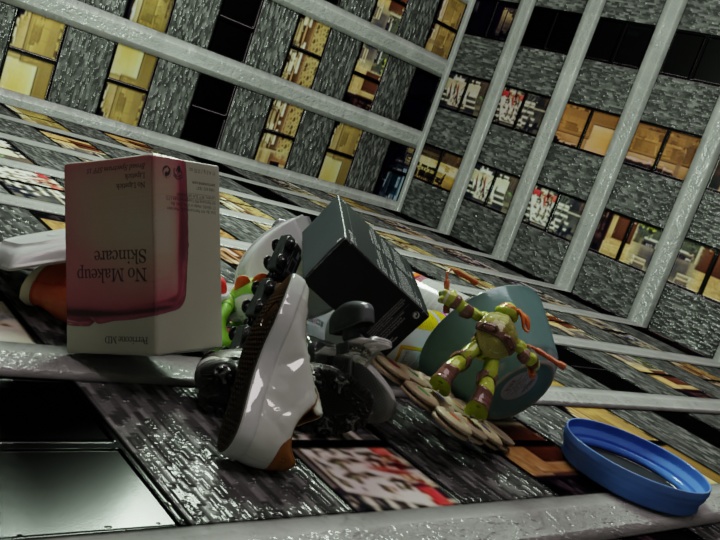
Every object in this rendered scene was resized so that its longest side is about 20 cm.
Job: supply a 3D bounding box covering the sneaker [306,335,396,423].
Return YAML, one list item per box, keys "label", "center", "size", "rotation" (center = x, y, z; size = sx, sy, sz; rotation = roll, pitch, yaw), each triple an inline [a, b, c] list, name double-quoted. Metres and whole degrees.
- label: "sneaker"
  center: [-0.023, 0.123, 1.018]
  size: [0.200, 0.071, 0.080]
  rotation: [27, 9, 39]

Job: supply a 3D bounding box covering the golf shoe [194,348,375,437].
- label: "golf shoe"
  center: [-0.081, 0.119, 0.899]
  size: [0.199, 0.078, 0.094]
  rotation: [18, 9, -21]

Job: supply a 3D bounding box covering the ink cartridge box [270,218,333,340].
- label: "ink cartridge box"
  center: [-0.049, 0.031, 1.211]
  size: [0.199, 0.164, 0.057]
  rotation: [15, -24, -15]

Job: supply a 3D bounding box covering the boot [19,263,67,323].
- label: "boot"
  center: [-0.328, 0.005, 1.011]
  size: [0.106, 0.076, 0.200]
  rotation: [14, 18, 3]

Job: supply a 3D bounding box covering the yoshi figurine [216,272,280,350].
- label: "yoshi figurine"
  center: [-0.179, 0.064, 1.043]
  size: [0.199, 0.113, 0.112]
  rotation: [0, -23, -25]

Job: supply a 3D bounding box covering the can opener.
- label: "can opener"
  center: [-0.042, 0.087, 0.943]
  size: [0.052, 0.067, 0.199]
  rotation: [15, -27, -39]

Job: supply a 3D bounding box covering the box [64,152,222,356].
- label: "box"
  center: [-0.229, -0.014, 0.880]
  size: [0.127, 0.202, 0.109]
  rotation: [-2, -1, 27]

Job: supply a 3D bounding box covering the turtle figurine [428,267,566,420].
- label: "turtle figurine"
  center: [0.163, 0.097, 1.011]
  size: [0.200, 0.162, 0.064]
  rotation: [40, -31, -9]

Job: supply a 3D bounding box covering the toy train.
- label: "toy train"
  center: [-0.117, 0.044, 1.006]
  size: [0.034, 0.201, 0.046]
  rotation: [-5, -40, 37]

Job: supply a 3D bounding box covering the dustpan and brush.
- label: "dustpan and brush"
  center: [-0.140, 0.022, 1.128]
  size: [0.199, 0.140, 0.057]
  rotation: [-22, -4, -23]

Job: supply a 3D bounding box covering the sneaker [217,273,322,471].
- label: "sneaker"
  center: [-0.073, 0.101, 0.810]
  size: [0.084, 0.201, 0.073]
  rotation: [28, -34, -20]

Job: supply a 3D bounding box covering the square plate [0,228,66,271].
- label: "square plate"
  center: [-0.348, -0.035, 1.018]
  size: [0.197, 0.029, 0.200]
  rotation: [-14, 12, -31]

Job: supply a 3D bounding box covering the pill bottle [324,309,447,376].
- label: "pill bottle"
  center: [0.048, 0.099, 1.187]
  size: [0.199, 0.105, 0.104]
  rotation: [13, 12, -40]

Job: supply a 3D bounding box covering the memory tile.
- label: "memory tile"
  center: [0.104, 0.163, 1.015]
  size: [0.153, 0.017, 0.200]
  rotation: [39, 4, 32]

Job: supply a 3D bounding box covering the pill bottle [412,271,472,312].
- label: "pill bottle"
  center: [0.147, 0.087, 1.444]
  size: [0.199, 0.110, 0.109]
  rotation: [25, 11, 27]

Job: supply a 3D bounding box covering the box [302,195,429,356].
- label: "box"
  center: [0.000, 0.000, 1.046]
  size: [0.141, 0.079, 0.200]
  rotation: [45, 10, -16]

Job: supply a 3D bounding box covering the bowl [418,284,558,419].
- label: "bowl"
  center: [0.190, 0.129, 1.146]
  size: [0.200, 0.201, 0.105]
  rotation: [12, 35, -40]

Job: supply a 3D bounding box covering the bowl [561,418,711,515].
- label: "bowl"
  center: [0.364, 0.262, 1.119]
  size: [0.199, 0.040, 0.201]
  rotation: [20, 9, -3]
